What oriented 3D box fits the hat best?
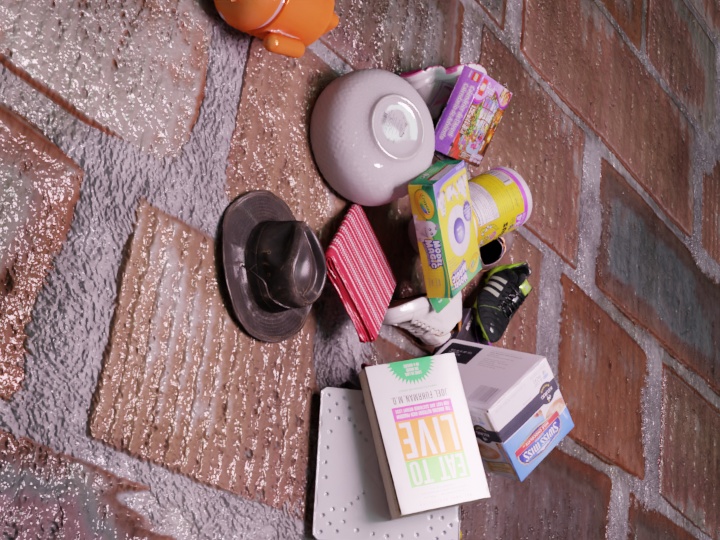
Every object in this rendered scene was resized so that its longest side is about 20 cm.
[{"bbox_3d":[-0.094,-0.011,1.553,0.200,0.081,0.201,18,67,-49],"label":"hat"}]

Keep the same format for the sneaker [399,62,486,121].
[{"bbox_3d":[0.139,-0.285,1.956,0.200,0.081,0.088,-15,98,-48],"label":"sneaker"}]

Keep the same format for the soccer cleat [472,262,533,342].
[{"bbox_3d":[0.234,0.044,1.957,0.068,0.081,0.200,59,27,-21],"label":"soccer cleat"}]

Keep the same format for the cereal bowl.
[{"bbox_3d":[0.031,-0.195,1.725,0.200,0.083,0.201,5,82,-35],"label":"cereal bowl"}]

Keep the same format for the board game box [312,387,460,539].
[{"bbox_3d":[0.037,0.266,1.613,0.199,0.026,0.200,7,72,-13],"label":"board game box"}]

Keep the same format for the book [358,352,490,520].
[{"bbox_3d":[0.085,0.218,1.607,0.133,0.048,0.200,-9,73,-18],"label":"book"}]

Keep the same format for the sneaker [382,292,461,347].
[{"bbox_3d":[0.098,0.076,1.801,0.200,0.073,0.085,-8,89,-53],"label":"sneaker"}]

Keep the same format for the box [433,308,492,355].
[{"bbox_3d":[0.184,0.180,1.924,0.200,0.036,0.143,57,41,-25],"label":"box"}]

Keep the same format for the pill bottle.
[{"bbox_3d":[0.170,-0.085,1.893,0.200,0.104,0.104,-26,103,-34],"label":"pill bottle"}]

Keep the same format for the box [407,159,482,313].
[{"bbox_3d":[0.126,-0.048,1.752,0.117,0.048,0.200,-41,127,-54],"label":"box"}]

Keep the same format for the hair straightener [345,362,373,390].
[{"bbox_3d":[0.028,0.228,1.710,0.077,0.041,0.200,-43,124,-26],"label":"hair straightener"}]

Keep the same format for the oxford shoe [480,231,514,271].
[{"bbox_3d":[0.215,-0.033,1.989,0.200,0.073,0.071,-29,104,-53],"label":"oxford shoe"}]

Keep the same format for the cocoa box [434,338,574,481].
[{"bbox_3d":[0.181,0.199,1.749,0.133,0.200,0.131,-39,117,-28],"label":"cocoa box"}]

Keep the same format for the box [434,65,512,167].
[{"bbox_3d":[0.177,-0.241,1.919,0.137,0.039,0.200,-66,162,8],"label":"box"}]

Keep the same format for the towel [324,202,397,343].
[{"bbox_3d":[0.000,0.000,1.689,0.145,0.022,0.200,64,21,-18],"label":"towel"}]

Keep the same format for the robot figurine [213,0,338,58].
[{"bbox_3d":[-0.115,-0.362,1.590,0.200,0.116,0.144,9,101,-54],"label":"robot figurine"}]

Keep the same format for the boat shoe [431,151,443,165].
[{"bbox_3d":[0.073,-0.176,1.843,0.200,0.060,0.074,40,51,-41],"label":"boat shoe"}]
